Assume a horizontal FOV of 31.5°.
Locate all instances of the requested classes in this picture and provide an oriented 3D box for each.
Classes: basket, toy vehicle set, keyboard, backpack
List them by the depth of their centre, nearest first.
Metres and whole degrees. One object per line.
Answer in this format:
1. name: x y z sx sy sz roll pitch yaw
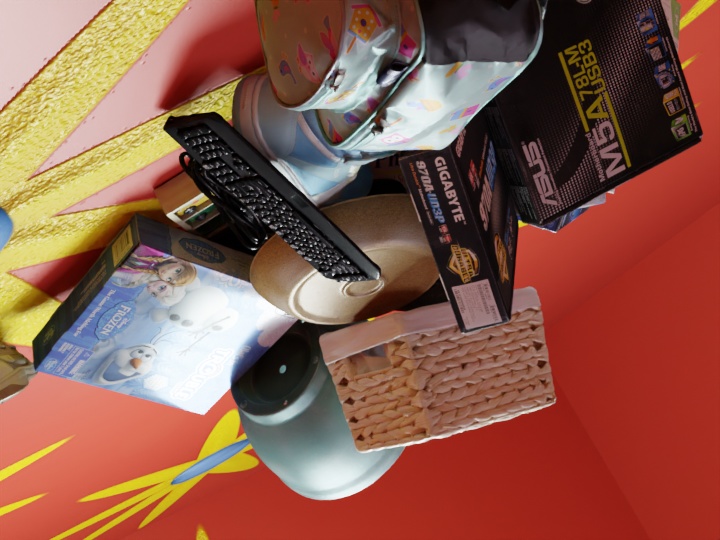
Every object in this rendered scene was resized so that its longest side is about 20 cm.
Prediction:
1. backpack: 0.014 -0.167 0.794 0.152 0.177 0.200 -9 164 -14
2. keyboard: -0.079 -0.045 1.012 0.104 0.200 0.040 2 -126 55
3. toy vehicle set: -0.083 -0.100 1.171 0.199 0.027 0.124 -31 168 3
4. basket: 0.081 0.099 1.261 0.199 0.124 0.135 -8 172 -40

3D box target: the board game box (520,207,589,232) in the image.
1. board game box: 0.258 -0.142 1.557 0.200 0.061 0.202 11 99 -74

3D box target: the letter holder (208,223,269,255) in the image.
1. letter holder: -0.101 -0.001 1.360 0.199 0.101 0.142 -25 165 -21

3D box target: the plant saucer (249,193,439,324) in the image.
1. plant saucer: 0.000 0.000 1.154 0.198 0.036 0.201 -12 153 -6

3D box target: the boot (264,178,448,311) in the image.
1. boot: -0.004 -0.014 1.265 0.198 0.070 0.174 2 146 27

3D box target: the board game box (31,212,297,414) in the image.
1. board game box: -0.183 0.050 1.239 0.198 0.044 0.200 19 130 -36

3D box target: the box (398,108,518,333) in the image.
1. box: 0.088 -0.064 1.076 0.046 0.160 0.200 -14 -158 16

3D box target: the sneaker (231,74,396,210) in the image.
1. sneaker: -0.005 -0.100 1.041 0.130 0.080 0.200 -3 164 25

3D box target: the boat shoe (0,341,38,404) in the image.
1. boat shoe: -0.355 0.091 1.214 0.072 0.065 0.200 -32 -173 -11

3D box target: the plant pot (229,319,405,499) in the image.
1. plant pot: -0.053 0.123 1.341 0.200 0.201 0.134 -33 138 15

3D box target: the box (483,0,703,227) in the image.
1. box: 0.201 -0.171 1.166 0.192 0.201 0.047 -27 -164 -18

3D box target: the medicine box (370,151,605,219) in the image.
1. medicine box: 0.130 -0.104 1.311 0.181 0.104 0.199 -4 -175 34

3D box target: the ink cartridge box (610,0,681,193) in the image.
1. ink cartridge box: 0.280 -0.179 1.300 0.067 0.202 0.117 4 -177 25
